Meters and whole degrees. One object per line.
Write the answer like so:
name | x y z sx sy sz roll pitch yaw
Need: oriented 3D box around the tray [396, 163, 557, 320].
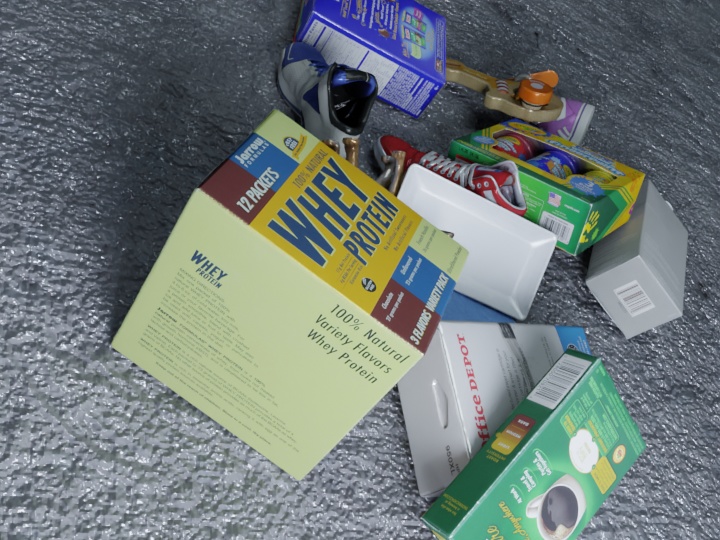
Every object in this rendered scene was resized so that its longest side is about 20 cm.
tray | 0.119 -0.030 0.957 0.199 0.108 0.022 25 -3 -16

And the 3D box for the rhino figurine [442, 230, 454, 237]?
rhino figurine | 0.000 0.000 0.843 0.198 0.088 0.060 1 9 -28

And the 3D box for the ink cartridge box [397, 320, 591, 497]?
ink cartridge box | 0.140 0.131 0.819 0.199 0.084 0.146 5 61 -34

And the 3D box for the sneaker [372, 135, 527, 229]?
sneaker | 0.110 -0.113 1.011 0.200 0.113 0.071 45 40 5

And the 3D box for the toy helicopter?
toy helicopter | 0.201 -0.267 1.233 0.199 0.079 0.132 28 40 20

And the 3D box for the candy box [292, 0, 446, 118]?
candy box | 0.015 -0.320 1.155 0.199 0.077 0.170 25 43 -18

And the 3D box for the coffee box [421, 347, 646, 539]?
coffee box | 0.151 0.177 0.720 0.200 0.044 0.123 -46 121 -17

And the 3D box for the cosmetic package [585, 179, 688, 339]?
cosmetic package | 0.370 -0.019 1.130 0.107 0.090 0.200 50 35 -13

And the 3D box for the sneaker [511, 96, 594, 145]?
sneaker | 0.265 -0.191 1.249 0.113 0.073 0.201 22 45 10

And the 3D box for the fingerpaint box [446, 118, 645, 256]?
fingerpaint box | 0.230 -0.114 1.078 0.199 0.074 0.166 31 34 28

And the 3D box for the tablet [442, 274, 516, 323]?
tablet | 0.099 0.071 0.912 0.199 0.014 0.130 -25 71 -46

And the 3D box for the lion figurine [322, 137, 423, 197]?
lion figurine | -0.001 -0.073 0.918 0.199 0.072 0.124 4 92 -45

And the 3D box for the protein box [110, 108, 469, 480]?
protein box | -0.058 0.023 0.691 0.198 0.200 0.135 36 40 -4

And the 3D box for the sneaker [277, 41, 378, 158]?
sneaker | -0.030 -0.206 0.988 0.080 0.115 0.201 10 48 -31
